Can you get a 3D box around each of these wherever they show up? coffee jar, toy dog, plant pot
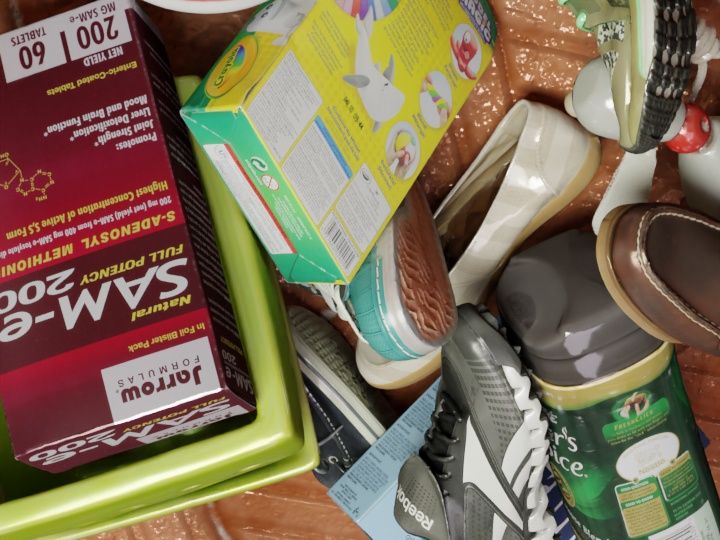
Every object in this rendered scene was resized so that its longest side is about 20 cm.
[{"bbox_3d":[0.142,0.080,1.053,0.085,0.104,0.201,-24,121,-5],"label":"coffee jar"},{"bbox_3d":[0.178,-0.065,1.033,0.096,0.133,0.200,-4,136,49],"label":"toy dog"},{"bbox_3d":[-0.131,0.037,0.992,0.198,0.201,0.182,-17,164,6],"label":"plant pot"}]

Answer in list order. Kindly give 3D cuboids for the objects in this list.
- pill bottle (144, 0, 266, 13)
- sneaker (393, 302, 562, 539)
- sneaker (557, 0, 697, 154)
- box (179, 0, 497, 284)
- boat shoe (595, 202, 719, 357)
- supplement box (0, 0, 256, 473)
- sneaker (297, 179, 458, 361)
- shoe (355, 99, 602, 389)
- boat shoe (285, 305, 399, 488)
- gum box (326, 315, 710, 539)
[{"bbox_3d":[-0.070,-0.226,0.840,0.114,0.117,0.201,-1,140,-6],"label":"pill bottle"},{"bbox_3d":[0.058,0.109,1.031,0.090,0.067,0.201,-25,132,-14],"label":"sneaker"},{"bbox_3d":[0.114,-0.154,0.930,0.088,0.203,0.077,-10,172,26],"label":"sneaker"},{"bbox_3d":[-0.001,-0.104,0.938,0.048,0.201,0.118,2,135,40],"label":"box"},{"bbox_3d":[0.209,0.017,0.982,0.199,0.071,0.070,26,161,-36],"label":"boat shoe"},{"bbox_3d":[-0.128,-0.018,0.879,0.108,0.202,0.061,-18,166,6],"label":"supplement box"},{"bbox_3d":[0.000,0.000,0.989,0.079,0.200,0.072,-28,112,11],"label":"sneaker"},{"bbox_3d":[0.055,-0.016,1.066,0.053,0.070,0.200,25,112,-39],"label":"shoe"},{"bbox_3d":[-0.009,0.101,1.146,0.062,0.075,0.201,-28,131,7],"label":"boat shoe"},{"bbox_3d":[0.101,0.120,1.138,0.200,0.045,0.170,-45,125,-5],"label":"gum box"}]
